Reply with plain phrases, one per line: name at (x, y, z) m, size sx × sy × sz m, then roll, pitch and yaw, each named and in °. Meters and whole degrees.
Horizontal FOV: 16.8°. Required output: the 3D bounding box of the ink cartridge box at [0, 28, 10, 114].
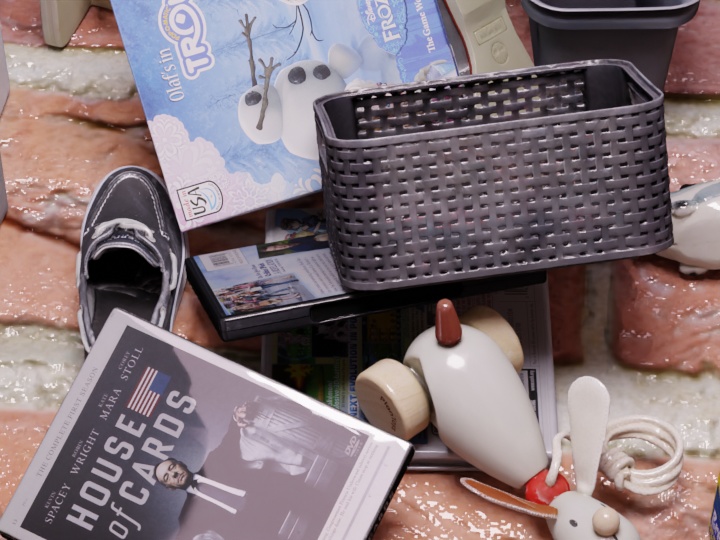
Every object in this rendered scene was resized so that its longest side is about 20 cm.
ink cartridge box at (-0.343, -0.150, 1.629) m, size 0.199 × 0.115 × 0.068 m, roll 8°, pitch 49°, yaw 7°

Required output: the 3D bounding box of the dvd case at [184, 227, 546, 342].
dvd case at (0.000, 0.000, 1.489) m, size 0.199 × 0.018 × 0.143 m, roll -10°, pitch 17°, yaw -10°

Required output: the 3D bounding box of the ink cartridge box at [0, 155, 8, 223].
ink cartridge box at (-0.336, -0.080, 1.547) m, size 0.199 × 0.145 × 0.085 m, roll 12°, pitch 49°, yaw 9°

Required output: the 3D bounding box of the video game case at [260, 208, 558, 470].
video game case at (0.029, 0.041, 1.529) m, size 0.181 × 0.022 × 0.201 m, roll 0°, pitch 50°, yaw -1°

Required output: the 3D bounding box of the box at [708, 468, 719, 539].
box at (0.305, 0.153, 1.405) m, size 0.199 × 0.064 × 0.070 m, roll -2°, pitch 48°, yaw -2°

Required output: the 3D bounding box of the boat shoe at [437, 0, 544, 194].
boat shoe at (0.069, -0.134, 1.599) m, size 0.062 × 0.201 × 0.071 m, roll -7°, pitch 15°, yaw 45°

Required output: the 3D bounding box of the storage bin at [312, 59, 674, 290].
storage bin at (0.078, -0.059, 1.461) m, size 0.199 × 0.094 × 0.135 m, roll -7°, pitch 16°, yaw -4°

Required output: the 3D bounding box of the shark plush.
shark plush at (0.223, -0.030, 1.590) m, size 0.199 × 0.091 × 0.083 m, roll -13°, pitch 26°, yaw 15°

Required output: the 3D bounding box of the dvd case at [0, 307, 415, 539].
dvd case at (-0.089, 0.127, 1.408) m, size 0.199 × 0.025 × 0.151 m, roll 24°, pitch 75°, yaw 13°

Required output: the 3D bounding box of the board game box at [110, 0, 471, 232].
board game box at (-0.048, -0.148, 1.544) m, size 0.198 × 0.201 × 0.043 m, roll -17°, pitch 5°, yaw 6°

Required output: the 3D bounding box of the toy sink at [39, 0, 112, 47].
toy sink at (-0.136, -0.252, 1.712) m, size 0.112 × 0.131 × 0.200 m, roll 15°, pitch 49°, yaw 12°

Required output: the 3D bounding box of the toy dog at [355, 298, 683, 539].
toy dog at (0.090, 0.086, 1.414) m, size 0.199 × 0.096 × 0.132 m, roll 26°, pitch 58°, yaw 17°

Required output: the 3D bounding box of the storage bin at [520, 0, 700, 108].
storage bin at (0.151, -0.196, 1.663) m, size 0.145 × 0.135 × 0.201 m, roll -1°, pitch 48°, yaw -2°

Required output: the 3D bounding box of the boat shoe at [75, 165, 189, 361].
boat shoe at (-0.147, 0.000, 1.531) m, size 0.071 × 0.068 × 0.201 m, roll 2°, pitch 49°, yaw 1°
